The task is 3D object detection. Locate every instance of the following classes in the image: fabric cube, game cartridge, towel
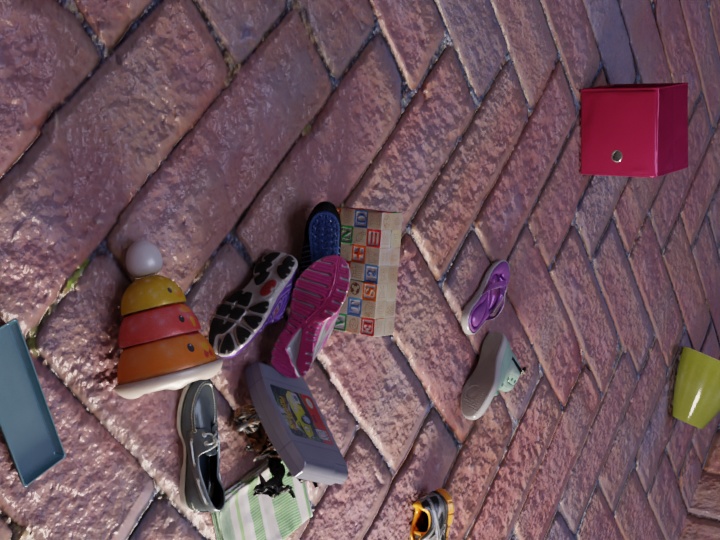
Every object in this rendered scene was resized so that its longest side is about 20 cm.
[{"bbox_3d":[0.640,-0.331,2.530,0.199,0.195,0.201,-18,110,-51],"label":"fabric cube"},{"bbox_3d":[-0.100,0.227,1.634,0.041,0.201,0.133,-44,145,20],"label":"game cartridge"},{"bbox_3d":[-0.151,0.379,1.707,0.200,0.023,0.154,-34,122,-46],"label":"towel"}]

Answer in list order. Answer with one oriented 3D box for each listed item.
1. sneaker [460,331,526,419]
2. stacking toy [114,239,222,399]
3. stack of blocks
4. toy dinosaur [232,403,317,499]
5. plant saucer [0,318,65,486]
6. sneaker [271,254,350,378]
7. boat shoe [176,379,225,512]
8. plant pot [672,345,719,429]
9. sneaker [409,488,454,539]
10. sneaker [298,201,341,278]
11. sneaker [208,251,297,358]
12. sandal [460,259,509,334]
[{"bbox_3d":[0.277,0.239,2.221,0.118,0.073,0.201,50,53,-37],"label":"sneaker"},{"bbox_3d":[-0.272,0.058,1.432,0.146,0.145,0.202,-14,90,-52],"label":"stacking toy"},{"bbox_3d":[0.000,0.000,1.778,0.058,0.114,0.202,-3,99,-53],"label":"stack of blocks"},{"bbox_3d":[-0.112,0.270,1.674,0.198,0.102,0.137,14,47,-27],"label":"toy dinosaur"},{"bbox_3d":[-0.417,0.160,1.316,0.070,0.019,0.202,-37,125,-45],"label":"plant saucer"},{"bbox_3d":[-0.074,0.064,1.681,0.201,0.081,0.088,-62,177,11],"label":"sneaker"},{"bbox_3d":[-0.220,0.251,1.560,0.073,0.061,0.202,-5,99,-53],"label":"boat shoe"},{"bbox_3d":[0.986,0.349,3.146,0.187,0.186,0.202,21,94,-53],"label":"plant pot"},{"bbox_3d":[0.128,0.520,2.077,0.077,0.078,0.202,-1,93,-40],"label":"sneaker"},{"bbox_3d":[-0.062,-0.012,1.732,0.078,0.069,0.202,-87,-173,-68],"label":"sneaker"},{"bbox_3d":[-0.147,0.063,1.623,0.200,0.080,0.084,-51,144,-33],"label":"sneaker"},{"bbox_3d":[0.269,0.060,2.207,0.203,0.049,0.083,-53,134,-35],"label":"sandal"}]
